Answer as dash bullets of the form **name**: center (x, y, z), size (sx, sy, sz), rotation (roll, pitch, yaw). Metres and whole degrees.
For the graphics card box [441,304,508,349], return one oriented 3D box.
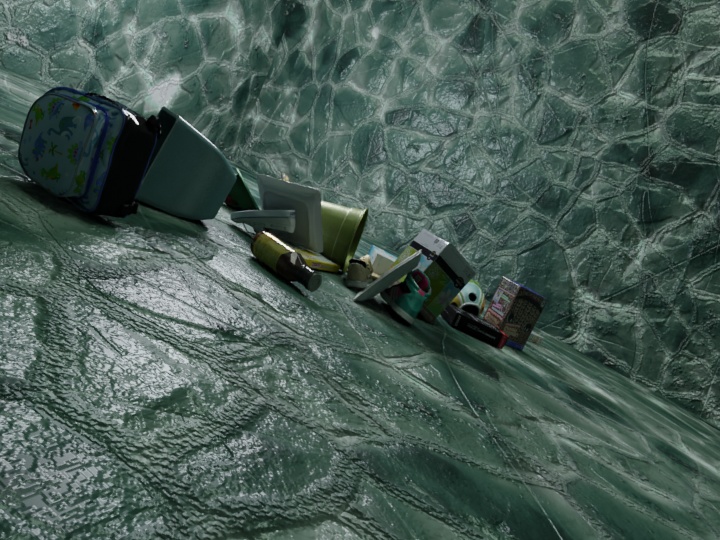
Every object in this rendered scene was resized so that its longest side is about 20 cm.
- **graphics card box**: center (0.360, 0.174, 1.741), size (0.195, 0.052, 0.126), rotation (26, 8, -14)

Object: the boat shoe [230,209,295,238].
- **boat shoe**: center (-0.259, -0.116, 1.454), size (0.195, 0.090, 0.074), rotation (1, 7, 19)

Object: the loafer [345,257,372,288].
- **loafer**: center (0.000, 0.000, 1.513), size (0.072, 0.072, 0.200), rotation (6, 8, 2)

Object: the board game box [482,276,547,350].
- **board game box**: center (0.533, 0.151, 1.912), size (0.156, 0.205, 0.097), rotation (20, 9, -33)

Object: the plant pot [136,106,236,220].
- **plant pot**: center (-0.407, -0.229, 1.277), size (0.198, 0.200, 0.195), rotation (30, 3, -36)

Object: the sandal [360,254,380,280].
- **sandal**: center (0.019, -0.014, 1.741), size (0.208, 0.071, 0.077), rotation (22, 8, -35)

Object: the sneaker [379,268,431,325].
- **sneaker**: center (0.120, 0.049, 1.413), size (0.083, 0.122, 0.200), rotation (36, 4, -22)

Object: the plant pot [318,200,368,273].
- **plant pot**: center (-0.096, -0.121, 1.609), size (0.185, 0.206, 0.200), rotation (22, 7, 4)

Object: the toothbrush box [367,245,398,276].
- **toothbrush box**: center (0.094, -0.008, 1.920), size (0.143, 0.087, 0.200), rotation (25, 9, -7)

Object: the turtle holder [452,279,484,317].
- **turtle holder**: center (0.340, 0.098, 1.855), size (0.183, 0.142, 0.133), rotation (33, 21, -20)

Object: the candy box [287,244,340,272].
- **candy box**: center (-0.140, -0.033, 1.479), size (0.101, 0.027, 0.199), rotation (32, 8, 24)

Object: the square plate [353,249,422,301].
- **square plate**: center (0.078, 0.015, 1.382), size (0.029, 0.197, 0.198), rotation (55, 8, 0)

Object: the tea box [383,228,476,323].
- **tea box**: center (0.195, 0.012, 1.590), size (0.133, 0.198, 0.200), rotation (42, 0, -21)

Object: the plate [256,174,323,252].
- **plate**: center (-0.195, -0.147, 1.483), size (0.194, 0.204, 0.033), rotation (17, 43, 18)

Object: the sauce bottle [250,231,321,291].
- **sauce bottle**: center (-0.157, -0.017, 1.165), size (0.198, 0.068, 0.065), rotation (33, 10, 34)

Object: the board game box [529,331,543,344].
- **board game box**: center (0.705, 0.263, 2.418), size (0.196, 0.035, 0.134), rotation (21, 10, -39)

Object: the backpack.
- **backpack**: center (-0.460, -0.203, 0.895), size (0.195, 0.189, 0.146), rotation (23, 5, 22)

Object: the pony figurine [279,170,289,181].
- **pony figurine**: center (-0.226, -0.188, 1.720), size (0.161, 0.197, 0.203), rotation (-13, 37, 9)

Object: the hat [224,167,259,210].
- **hat**: center (-0.435, -0.220, 1.761), size (0.204, 0.173, 0.165), rotation (63, -9, -19)
